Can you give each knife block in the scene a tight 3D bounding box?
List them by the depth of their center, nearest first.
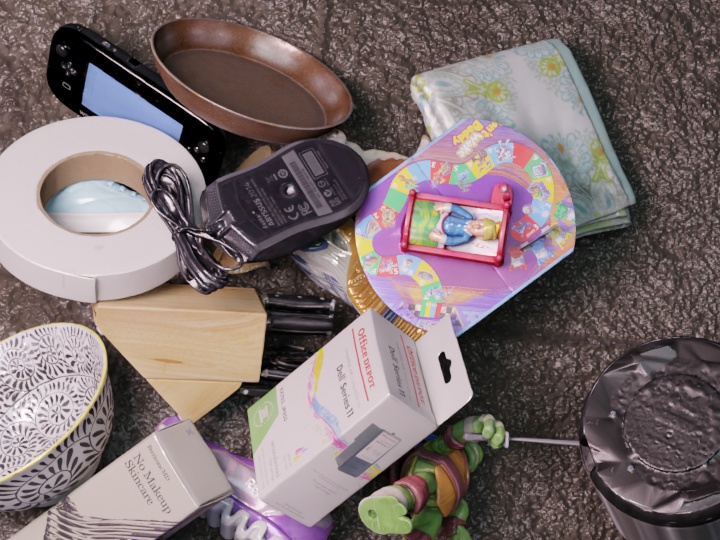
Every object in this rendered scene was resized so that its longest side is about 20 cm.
[{"bbox_3d":[-0.122,0.046,1.412,0.175,0.064,0.200,-39,115,2],"label":"knife block"}]

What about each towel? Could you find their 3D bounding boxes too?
[{"bbox_3d":[0.157,-0.115,1.465,0.171,0.048,0.201,-17,78,-30],"label":"towel"}]

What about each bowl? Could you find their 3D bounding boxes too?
[{"bbox_3d":[-0.295,0.151,1.401,0.200,0.201,0.094,-33,125,-7],"label":"bowl"}]

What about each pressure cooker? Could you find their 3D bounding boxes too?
[{"bbox_3d":[0.291,0.167,1.370,0.175,0.200,0.179,-29,57,2],"label":"pressure cooker"}]

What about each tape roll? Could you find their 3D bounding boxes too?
[{"bbox_3d":[-0.238,-0.058,1.401,0.202,0.037,0.203,4,49,-5],"label":"tape roll"}]

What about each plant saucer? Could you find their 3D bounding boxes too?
[{"bbox_3d":[-0.105,-0.174,1.456,0.200,0.200,0.035,27,119,5],"label":"plant saucer"}]

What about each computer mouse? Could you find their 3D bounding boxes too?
[{"bbox_3d":[-0.087,-0.057,1.385,0.199,0.053,0.139,-20,68,-20],"label":"computer mouse"}]

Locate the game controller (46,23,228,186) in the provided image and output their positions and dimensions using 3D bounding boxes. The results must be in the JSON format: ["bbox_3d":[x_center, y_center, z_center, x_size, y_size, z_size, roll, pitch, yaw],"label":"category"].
[{"bbox_3d":[-0.213,-0.153,1.475,0.200,0.104,0.042,34,45,7],"label":"game controller"}]

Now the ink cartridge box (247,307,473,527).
[{"bbox_3d":[-0.004,0.117,1.354,0.200,0.117,0.067,-40,125,20],"label":"ink cartridge box"}]

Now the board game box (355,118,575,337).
[{"bbox_3d":[0.092,-0.044,1.383,0.200,0.039,0.158,-36,82,-2],"label":"board game box"}]

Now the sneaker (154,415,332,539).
[{"bbox_3d":[-0.103,0.200,1.422,0.200,0.081,0.088,42,67,12],"label":"sneaker"}]

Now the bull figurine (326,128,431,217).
[{"bbox_3d":[0.047,-0.064,1.476,0.121,0.065,0.200,-36,86,-13],"label":"bull figurine"}]

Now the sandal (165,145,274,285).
[{"bbox_3d":[-0.121,-0.012,1.476,0.070,0.078,0.212,33,87,-25],"label":"sandal"}]

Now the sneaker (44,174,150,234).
[{"bbox_3d":[-0.245,-0.070,1.467,0.199,0.074,0.082,3,82,3],"label":"sneaker"}]

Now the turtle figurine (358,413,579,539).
[{"bbox_3d":[0.096,0.207,1.358,0.200,0.144,0.194,40,37,15],"label":"turtle figurine"}]

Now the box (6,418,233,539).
[{"bbox_3d":[-0.215,0.219,1.374,0.200,0.068,0.082,-38,80,23],"label":"box"}]

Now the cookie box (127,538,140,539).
[{"bbox_3d":[-0.178,0.342,1.331,0.075,0.171,0.201,23,85,22],"label":"cookie box"}]

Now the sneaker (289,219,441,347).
[{"bbox_3d":[0.000,0.000,1.451,0.075,0.088,0.200,-42,76,-13],"label":"sneaker"}]
